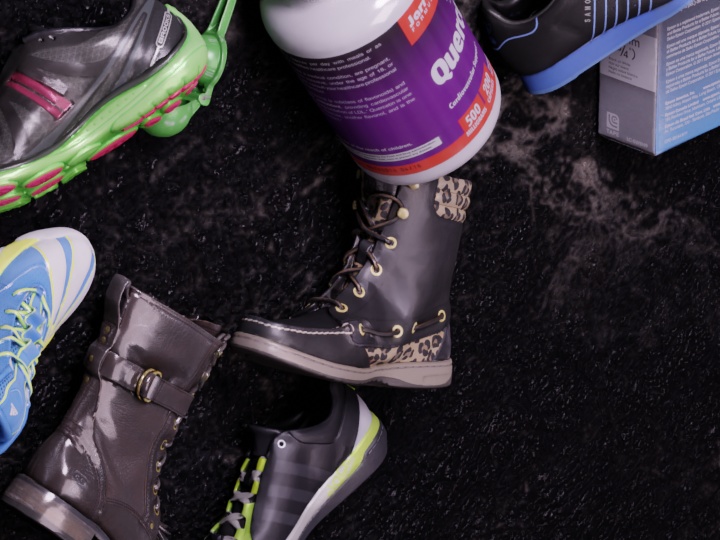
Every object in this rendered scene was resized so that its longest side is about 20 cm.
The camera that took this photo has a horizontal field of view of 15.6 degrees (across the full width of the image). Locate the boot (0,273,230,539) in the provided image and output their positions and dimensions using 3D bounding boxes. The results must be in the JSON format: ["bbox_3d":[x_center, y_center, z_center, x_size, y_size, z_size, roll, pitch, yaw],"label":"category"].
[{"bbox_3d":[-0.133,0.111,1.705,0.175,0.069,0.200,-60,142,-10],"label":"boot"}]

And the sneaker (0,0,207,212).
[{"bbox_3d":[-0.186,-0.097,1.547,0.199,0.084,0.077,-33,174,-17],"label":"sneaker"}]

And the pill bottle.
[{"bbox_3d":[0.008,-0.152,1.689,0.113,0.112,0.200,-52,139,-15],"label":"pill bottle"}]

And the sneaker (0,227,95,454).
[{"bbox_3d":[-0.212,0.058,1.560,0.200,0.105,0.076,-43,136,-23],"label":"sneaker"}]

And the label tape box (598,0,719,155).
[{"bbox_3d":[0.248,-0.205,1.964,0.144,0.063,0.202,-24,124,-37],"label":"label tape box"}]

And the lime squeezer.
[{"bbox_3d":[-0.118,-0.130,1.633,0.200,0.038,0.071,-47,106,-19],"label":"lime squeezer"}]

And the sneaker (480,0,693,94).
[{"bbox_3d":[0.176,-0.208,1.836,0.199,0.070,0.078,-37,120,4],"label":"sneaker"}]

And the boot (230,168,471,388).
[{"bbox_3d":[0.000,0.000,1.780,0.199,0.073,0.152,9,93,-44],"label":"boot"}]

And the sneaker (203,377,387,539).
[{"bbox_3d":[-0.066,0.145,1.811,0.200,0.071,0.083,-46,117,-28],"label":"sneaker"}]
